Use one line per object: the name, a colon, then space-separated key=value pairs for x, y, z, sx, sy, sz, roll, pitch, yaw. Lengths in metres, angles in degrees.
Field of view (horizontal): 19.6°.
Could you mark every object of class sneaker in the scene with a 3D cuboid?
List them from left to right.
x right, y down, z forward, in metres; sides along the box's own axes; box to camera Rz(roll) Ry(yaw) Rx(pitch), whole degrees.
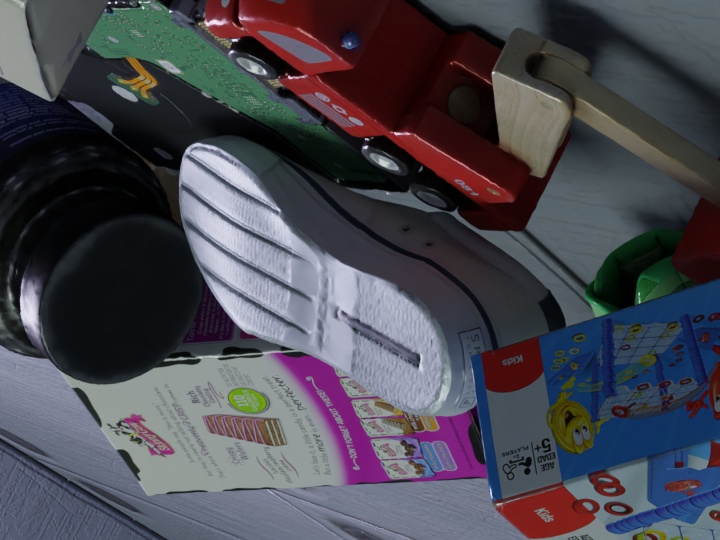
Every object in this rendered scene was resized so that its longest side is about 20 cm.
sneaker: x=0.000 y=0.000 z=0.828 sx=0.070 sy=0.074 sz=0.200 roll=-11 pitch=-148 yaw=-36
sneaker: x=0.134 y=0.023 z=0.848 sx=0.200 sy=0.074 sz=0.084 roll=82 pitch=163 yaw=-86

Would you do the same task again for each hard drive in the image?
hard drive: x=-0.076 y=-0.088 z=0.876 sx=0.139 sy=0.038 sz=0.199 roll=36 pitch=165 yaw=-33

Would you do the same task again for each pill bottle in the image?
pill bottle: x=-0.160 y=-0.026 z=1.013 sx=0.112 sy=0.112 sz=0.200 roll=39 pitch=178 yaw=-42

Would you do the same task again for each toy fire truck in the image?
toy fire truck: x=0.054 y=-0.054 z=0.723 sx=0.199 sy=0.049 sz=0.141 roll=35 pitch=164 yaw=-27

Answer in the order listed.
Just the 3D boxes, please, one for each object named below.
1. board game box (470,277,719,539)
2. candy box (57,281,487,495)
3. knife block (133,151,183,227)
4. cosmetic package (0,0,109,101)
board game box: x=0.167 y=0.064 z=0.716 sx=0.194 sy=0.056 sz=0.200 roll=-19 pitch=147 yaw=20
candy box: x=-0.038 y=0.054 z=1.073 sx=0.198 sy=0.061 sz=0.137 roll=-5 pitch=144 yaw=15
knife block: x=-0.115 y=-0.014 z=1.174 sx=0.199 sy=0.064 sz=0.175 roll=32 pitch=166 yaw=-22
cosmetic package: x=-0.177 y=-0.152 z=0.724 sx=0.199 sy=0.088 sz=0.103 roll=28 pitch=166 yaw=2
